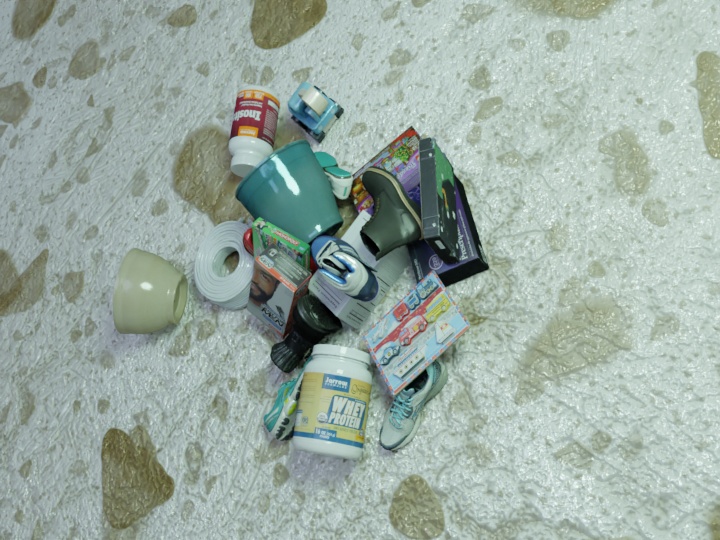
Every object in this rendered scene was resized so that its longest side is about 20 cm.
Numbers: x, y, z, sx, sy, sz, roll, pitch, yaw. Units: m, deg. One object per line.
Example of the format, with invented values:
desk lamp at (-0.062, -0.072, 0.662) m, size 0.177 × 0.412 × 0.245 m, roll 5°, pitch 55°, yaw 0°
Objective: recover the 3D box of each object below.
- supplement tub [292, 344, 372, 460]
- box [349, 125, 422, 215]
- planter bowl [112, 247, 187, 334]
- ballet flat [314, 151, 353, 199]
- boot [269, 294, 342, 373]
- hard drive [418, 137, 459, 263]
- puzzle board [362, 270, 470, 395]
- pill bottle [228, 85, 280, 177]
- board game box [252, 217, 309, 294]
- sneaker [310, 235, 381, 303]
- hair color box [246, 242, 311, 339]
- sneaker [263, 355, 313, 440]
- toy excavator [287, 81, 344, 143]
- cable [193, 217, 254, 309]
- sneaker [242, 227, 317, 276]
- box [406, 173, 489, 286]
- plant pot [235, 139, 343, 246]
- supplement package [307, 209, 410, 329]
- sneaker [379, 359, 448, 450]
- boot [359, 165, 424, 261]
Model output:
supplement tub at (-0.052, 0.261, 1.447) m, size 0.141 × 0.144 × 0.206 m, roll 1°, pitch 73°, yaw 27°
box at (0.065, -0.210, 1.588) m, size 0.198 × 0.039 × 0.138 m, roll -39°, pitch 40°, yaw 11°
planter bowl at (-0.490, 0.059, 1.739) m, size 0.130 × 0.201 × 0.206 m, roll 9°, pitch 75°, yaw 2°
ballet flat at (-0.071, -0.213, 1.657) m, size 0.070 × 0.069 × 0.200 m, roll -49°, pitch 34°, yaw 4°
boot at (-0.129, 0.137, 1.500) m, size 0.156 × 0.211 × 0.080 m, roll -36°, pitch 71°, yaw 6°
hard drive at (0.150, -0.132, 1.392) m, size 0.037 × 0.139 × 0.206 m, roll -8°, pitch 69°, yaw 21°
puzzle board at (0.101, 0.117, 1.399) m, size 0.200 × 0.017 × 0.152 m, roll -44°, pitch 48°, yaw 14°
pill bottle at (-0.262, -0.336, 1.786) m, size 0.110 × 0.113 × 0.206 m, roll -3°, pitch 71°, yaw 26°
board game box at (-0.170, -0.006, 1.565) m, size 0.132 × 0.203 × 0.029 m, roll 29°, pitch 53°, yaw 18°
sneaker at (-0.051, -0.022, 1.413) m, size 0.081 × 0.146 × 0.199 m, roll -49°, pitch 60°, yaw 2°
hair color box at (-0.175, 0.048, 1.542) m, size 0.110 × 0.202 × 0.064 m, roll 37°, pitch 55°, yaw 12°
sneaker at (-0.141, 0.257, 1.540) m, size 0.079 × 0.077 × 0.203 m, roll 34°, pitch 90°, yaw 41°
toy excavator at (-0.116, -0.380, 1.672) m, size 0.101 × 0.199 × 0.194 m, roll -50°, pitch 58°, yaw 3°
cable at (-0.302, -0.015, 1.720) m, size 0.200 × 0.069 × 0.200 m, roll -46°, pitch 58°, yaw 6°
sneaker at (-0.178, -0.031, 1.621) m, size 0.196 × 0.085 × 0.079 m, roll 25°, pitch 72°, yaw 3°
box at (0.163, -0.078, 1.493) m, size 0.138 × 0.078 × 0.205 m, roll -24°, pitch 63°, yaw 21°
plant pot at (-0.139, -0.140, 1.570) m, size 0.198 × 0.200 × 0.190 m, roll -37°, pitch 84°, yaw 11°
supplement package at (0.000, 0.000, 1.531) m, size 0.113 × 0.109 × 0.201 m, roll 40°, pitch 93°, yaw 32°
sneaker at (0.087, 0.250, 1.411) m, size 0.077 × 0.086 × 0.203 m, roll 29°, pitch 87°, yaw 33°
boot at (0.030, -0.118, 1.449) m, size 0.136 × 0.079 × 0.200 m, roll -27°, pitch 54°, yaw -25°
